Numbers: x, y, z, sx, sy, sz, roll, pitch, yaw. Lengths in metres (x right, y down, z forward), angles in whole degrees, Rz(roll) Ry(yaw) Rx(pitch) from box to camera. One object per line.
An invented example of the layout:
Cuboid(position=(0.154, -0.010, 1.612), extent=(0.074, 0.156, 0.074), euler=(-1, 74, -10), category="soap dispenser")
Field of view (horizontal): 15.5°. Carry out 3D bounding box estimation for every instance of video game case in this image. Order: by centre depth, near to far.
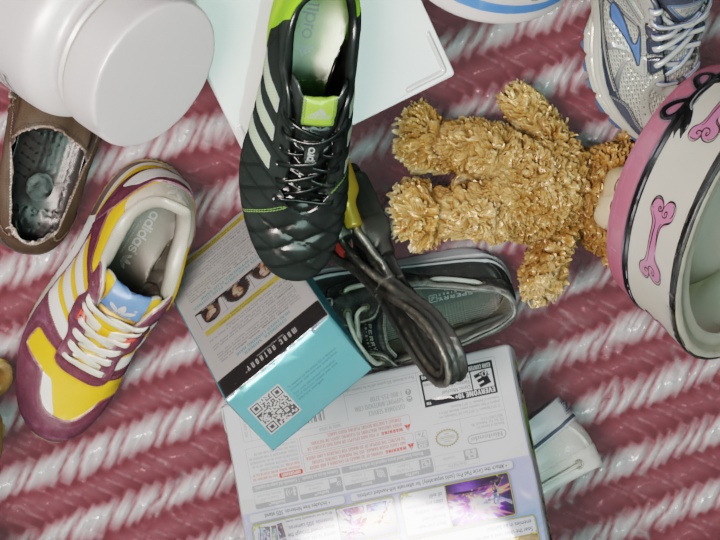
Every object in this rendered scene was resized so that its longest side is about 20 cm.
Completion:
Cuboid(position=(0.022, 0.159, 1.739), extent=(0.199, 0.045, 0.182), euler=(-12, 79, 8), category="video game case")

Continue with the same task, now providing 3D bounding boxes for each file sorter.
Cuboid(position=(-0.055, -0.191, 1.643), extent=(0.138, 0.125, 0.201), euler=(-26, 109, -2), category="file sorter")

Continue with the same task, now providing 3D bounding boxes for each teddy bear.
Cuboid(position=(0.110, -0.054, 1.732), extent=(0.199, 0.067, 0.145), euler=(24, 65, -11), category="teddy bear")

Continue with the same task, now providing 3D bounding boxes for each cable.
Cuboid(position=(0.000, 0.000, 1.691), extent=(0.050, 0.097, 0.201), euler=(-13, 66, -27), category="cable")

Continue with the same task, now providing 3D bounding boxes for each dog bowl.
Cuboid(position=(0.237, -0.047, 1.725), extent=(0.200, 0.074, 0.201), euler=(-34, 139, -36), category="dog bowl")

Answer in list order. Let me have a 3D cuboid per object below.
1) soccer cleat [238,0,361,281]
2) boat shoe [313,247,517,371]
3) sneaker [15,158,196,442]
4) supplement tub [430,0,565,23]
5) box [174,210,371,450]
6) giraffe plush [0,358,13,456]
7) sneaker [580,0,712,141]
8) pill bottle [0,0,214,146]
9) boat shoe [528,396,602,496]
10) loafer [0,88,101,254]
Cuboid(position=(-0.034, -0.086, 1.568), extent=(0.067, 0.081, 0.201), euler=(3, 105, -10), category="soccer cleat")
Cuboid(position=(0.008, 0.030, 1.747), extent=(0.199, 0.071, 0.072), euler=(-17, 108, -6), category="boat shoe")
Cuboid(position=(-0.166, 0.026, 1.700), extent=(0.075, 0.090, 0.201), euler=(20, 100, -16), category="sneaker")
Cuboid(position=(0.097, -0.240, 1.491), extent=(0.131, 0.200, 0.132), euler=(6, 64, -13), category="supplement tub")
Cuboid(position=(-0.062, 0.031, 1.663), extent=(0.082, 0.200, 0.049), euler=(-39, 117, 2), category="box")
Cuboid(position=(-0.284, 0.125, 1.683), extent=(0.199, 0.172, 0.163), euler=(27, 96, 17), category="giraffe plush")
Cuboid(position=(0.189, -0.166, 1.709), extent=(0.077, 0.085, 0.201), euler=(-32, 113, -29), category="sneaker")
Cuboid(position=(-0.187, -0.162, 1.567), extent=(0.113, 0.200, 0.114), euler=(-35, 144, -30), category="pill bottle")
Cuboid(position=(0.083, 0.180, 1.799), extent=(0.202, 0.075, 0.086), euler=(-39, 87, -5), category="boat shoe")
Cuboid(position=(-0.187, -0.102, 1.668), extent=(0.073, 0.071, 0.201), euler=(7, 102, -13), category="loafer")
